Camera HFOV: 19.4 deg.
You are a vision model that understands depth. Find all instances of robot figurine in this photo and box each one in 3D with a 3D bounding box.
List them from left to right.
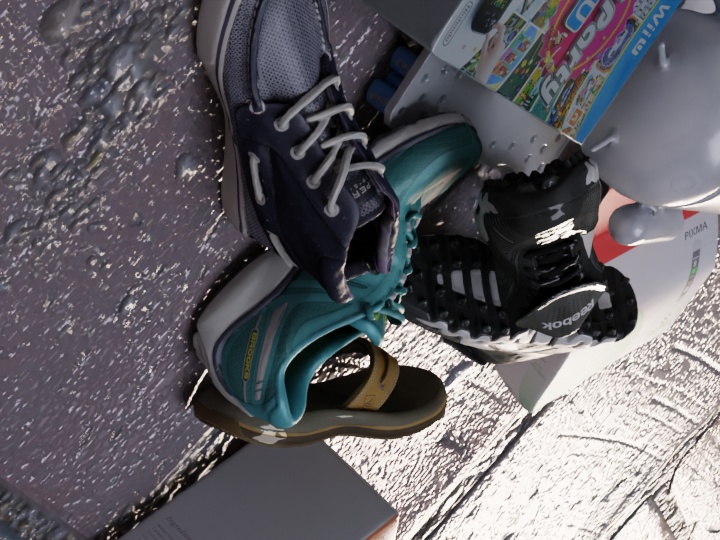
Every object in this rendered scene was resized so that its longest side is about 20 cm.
[{"bbox_3d":[0.197,-0.091,1.233,0.200,0.113,0.170,4,110,-58],"label":"robot figurine"}]

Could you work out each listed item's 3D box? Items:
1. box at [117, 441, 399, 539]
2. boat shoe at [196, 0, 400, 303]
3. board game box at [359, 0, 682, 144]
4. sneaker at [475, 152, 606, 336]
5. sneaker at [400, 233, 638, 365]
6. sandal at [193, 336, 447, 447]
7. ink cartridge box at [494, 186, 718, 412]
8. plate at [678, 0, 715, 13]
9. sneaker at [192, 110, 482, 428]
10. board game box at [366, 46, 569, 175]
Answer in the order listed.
[{"bbox_3d":[-0.084,0.199,1.240,0.200,0.097,0.125,-35,152,-28],"label":"box"},{"bbox_3d":[-0.021,-0.071,1.024,0.075,0.093,0.200,-38,150,-23],"label":"boat shoe"},{"bbox_3d":[0.096,-0.161,1.070,0.148,0.064,0.200,-56,153,8],"label":"board game box"},{"bbox_3d":[0.105,-0.010,1.160,0.066,0.091,0.200,-18,176,-1],"label":"sneaker"},{"bbox_3d":[0.074,0.025,1.301,0.200,0.067,0.090,7,157,-39],"label":"sneaker"},{"bbox_3d":[-0.016,0.065,1.230,0.200,0.080,0.054,-1,103,-51],"label":"sandal"},{"bbox_3d":[0.190,-0.004,1.422,0.161,0.050,0.200,-26,159,-38],"label":"ink cartridge box"},{"bbox_3d":[0.232,-0.159,1.359,0.200,0.032,0.199,-57,152,11],"label":"plate"},{"bbox_3d":[0.000,0.000,1.140,0.200,0.080,0.077,-49,154,6],"label":"sneaker"},{"bbox_3d":[0.106,-0.153,1.186,0.200,0.026,0.200,-57,151,10],"label":"board game box"}]
